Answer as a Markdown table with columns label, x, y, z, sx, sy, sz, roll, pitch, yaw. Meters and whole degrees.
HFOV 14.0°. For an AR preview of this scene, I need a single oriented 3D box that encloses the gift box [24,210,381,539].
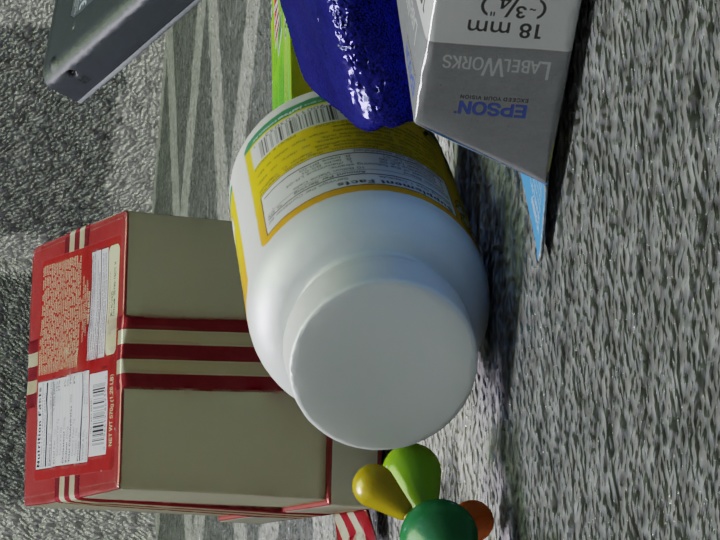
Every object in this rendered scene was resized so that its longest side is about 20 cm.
| label | x | y | z | sx | sy | sz | roll | pitch | yaw |
| --- | --- | --- | --- | --- | --- | --- | --- | --- | --- |
| gift box | -0.075 | 0.066 | 1.694 | 0.200 | 0.186 | 0.185 | -6 | 81 | 63 |

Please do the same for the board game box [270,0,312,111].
| label | x | y | z | sx | sy | sz | roll | pitch | yaw |
| --- | --- | --- | --- | --- | --- | --- | --- | --- | --- |
| board game box | -0.028 | -0.114 | 1.858 | 0.102 | 0.047 | 0.200 | 105 | 165 | -63 |

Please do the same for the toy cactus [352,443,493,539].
| label | x | y | z | sx | sy | sz | roll | pitch | yaw |
| --- | --- | --- | --- | --- | --- | --- | --- | --- | --- |
| toy cactus | 0.029 | 0.154 | 1.246 | 0.165 | 0.102 | 0.200 | 125 | 156 | -60 |

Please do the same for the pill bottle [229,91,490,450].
| label | x | y | z | sx | sy | sz | roll | pitch | yaw |
| --- | --- | --- | --- | --- | --- | --- | --- | --- | --- |
| pill bottle | 0.000 | 0.000 | 1.363 | 0.200 | 0.112 | 0.113 | -105 | 18 | -65 |

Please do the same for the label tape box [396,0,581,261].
| label | x | y | z | sx | sy | sz | roll | pitch | yaw |
| --- | --- | --- | --- | --- | --- | --- | --- | --- | --- |
| label tape box | 0.049 | -0.125 | 1.195 | 0.144 | 0.063 | 0.200 | -97 | 11 | -52 |

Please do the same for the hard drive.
| label | x | y | z | sx | sy | sz | roll | pitch | yaw |
| --- | --- | --- | --- | --- | --- | --- | --- | --- | --- |
| hard drive | -0.102 | -0.196 | 1.615 | 0.200 | 0.033 | 0.140 | -35 | 38 | 43 |

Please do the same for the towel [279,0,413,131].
| label | x | y | z | sx | sy | sz | roll | pitch | yaw |
| --- | --- | --- | --- | --- | --- | --- | --- | --- | --- |
| towel | -0.016 | -0.171 | 1.324 | 0.148 | 0.049 | 0.200 | -131 | 25 | -70 |
